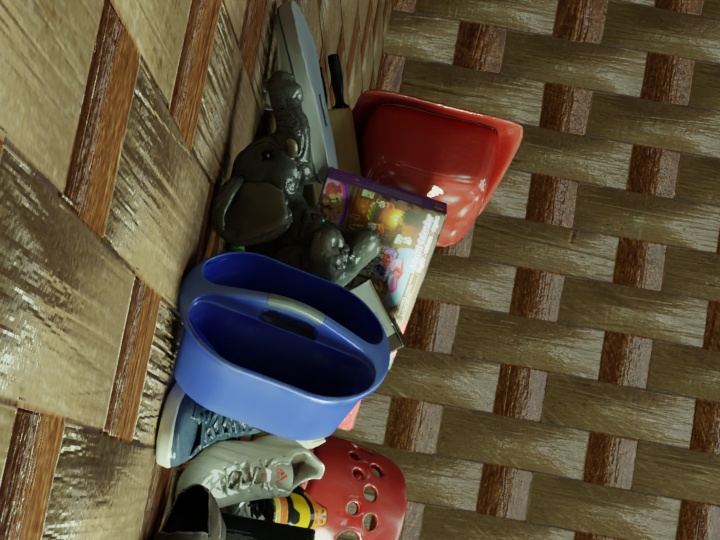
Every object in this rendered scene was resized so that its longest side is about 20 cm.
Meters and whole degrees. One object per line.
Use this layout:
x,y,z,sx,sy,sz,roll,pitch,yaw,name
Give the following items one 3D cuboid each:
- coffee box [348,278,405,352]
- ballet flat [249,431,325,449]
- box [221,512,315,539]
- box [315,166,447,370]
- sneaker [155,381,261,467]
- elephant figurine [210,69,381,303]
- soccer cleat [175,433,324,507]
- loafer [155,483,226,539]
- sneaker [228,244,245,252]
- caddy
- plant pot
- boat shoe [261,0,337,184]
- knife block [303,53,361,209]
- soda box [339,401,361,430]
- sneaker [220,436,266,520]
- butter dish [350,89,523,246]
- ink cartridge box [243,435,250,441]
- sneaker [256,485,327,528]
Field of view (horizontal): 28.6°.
-0.057,0.089,1.487,0.080,0.200,0.114,62,3,1,coffee box
-0.059,0.170,1.646,0.200,0.065,0.071,-42,133,-57,ballet flat
-0.135,0.366,1.449,0.124,0.148,0.201,-68,168,-82,box
0.000,0.000,1.556,0.039,0.136,0.201,-82,-170,-67,box
-0.124,0.132,1.331,0.200,0.084,0.075,-48,152,-64,sneaker
-0.084,-0.062,1.382,0.155,0.200,0.142,-36,174,-36,elephant figurine
-0.115,0.212,1.484,0.200,0.077,0.070,-11,115,-57,soccer cleat
-0.172,0.272,1.302,0.200,0.073,0.071,-85,172,-58,loafer
-0.097,-0.046,1.541,0.200,0.074,0.084,-74,178,-62,sneaker
-0.073,0.062,1.273,0.142,0.199,0.105,-79,-167,-46,caddy
-0.066,0.307,1.848,0.200,0.182,0.201,-40,-146,35,plant pot
-0.076,-0.191,1.544,0.074,0.065,0.201,-25,104,-78,boat shoe
-0.042,-0.150,1.614,0.200,0.064,0.176,-119,-151,-44,knife block
-0.015,0.096,1.758,0.063,0.070,0.201,-89,-165,-69,soda box
-0.142,0.264,1.598,0.076,0.087,0.201,-48,146,-82,sneaker
0.068,-0.091,1.641,0.200,0.199,0.148,114,-14,-53,butter dish
-0.111,0.118,1.741,0.146,0.084,0.201,-77,174,-56,ink cartridge box
-0.109,0.284,1.709,0.200,0.090,0.070,6,-92,65,sneaker
